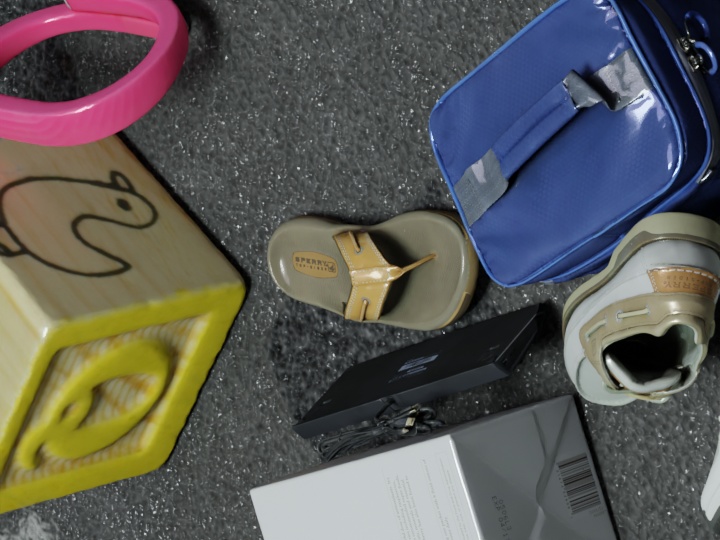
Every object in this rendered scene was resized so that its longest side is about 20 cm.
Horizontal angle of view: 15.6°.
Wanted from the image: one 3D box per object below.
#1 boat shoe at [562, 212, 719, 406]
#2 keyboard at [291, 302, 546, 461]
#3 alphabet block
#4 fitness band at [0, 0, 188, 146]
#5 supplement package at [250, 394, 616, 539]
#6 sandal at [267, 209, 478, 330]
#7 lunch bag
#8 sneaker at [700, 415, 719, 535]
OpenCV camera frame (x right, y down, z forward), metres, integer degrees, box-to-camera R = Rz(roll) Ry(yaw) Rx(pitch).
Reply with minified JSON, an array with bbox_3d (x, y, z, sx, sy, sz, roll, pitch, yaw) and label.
[{"bbox_3d":[0.160,0.040,1.528,0.200,0.074,0.069,105,171,-63],"label":"boat shoe"},{"bbox_3d":[0.029,0.080,1.692,0.200,0.127,0.021,-21,108,47],"label":"keyboard"},{"bbox_3d":[-0.235,0.030,1.895,0.200,0.195,0.197,47,130,27],"label":"alphabet block"},{"bbox_3d":[-0.205,-0.148,1.860,0.200,0.144,0.038,11,138,42],"label":"fitness band"},{"bbox_3d":[0.047,0.166,1.688,0.200,0.120,0.122,-19,88,46],"label":"supplement package"},{"bbox_3d":[0.000,0.000,1.745,0.200,0.054,0.081,5,102,45],"label":"sandal"},{"bbox_3d":[0.143,-0.081,1.525,0.200,0.132,0.136,-39,71,44],"label":"lunch bag"},{"bbox_3d":[0.236,0.049,1.516,0.115,0.075,0.201,49,122,38],"label":"sneaker"}]
